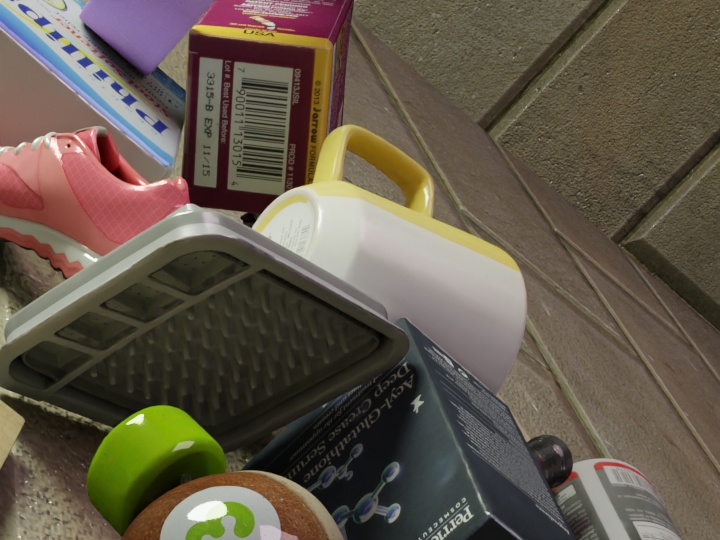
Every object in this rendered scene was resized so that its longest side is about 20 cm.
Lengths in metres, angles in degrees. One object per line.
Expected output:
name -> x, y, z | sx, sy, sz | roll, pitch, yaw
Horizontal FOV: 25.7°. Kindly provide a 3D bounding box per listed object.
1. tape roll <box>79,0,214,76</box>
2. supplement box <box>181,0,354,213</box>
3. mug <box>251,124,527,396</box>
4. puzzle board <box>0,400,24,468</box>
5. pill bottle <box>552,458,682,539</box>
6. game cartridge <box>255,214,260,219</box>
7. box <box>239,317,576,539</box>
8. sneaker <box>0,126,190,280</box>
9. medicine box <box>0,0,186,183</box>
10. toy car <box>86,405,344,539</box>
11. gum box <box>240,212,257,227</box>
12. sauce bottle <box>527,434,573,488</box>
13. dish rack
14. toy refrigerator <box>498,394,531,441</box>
tape roll -> -0.109, -0.232, 1.104 | 0.066, 0.200, 0.200 | 41, 14, -12
supplement box -> -0.066, -0.136, 1.176 | 0.102, 0.132, 0.200 | 6, 22, 3
mug -> -0.003, 0.009, 1.028 | 0.153, 0.150, 0.187 | 30, 16, -33
puzzle board -> -0.231, 0.064, 0.695 | 0.150, 0.017, 0.200 | 40, 13, -11
pill bottle -> 0.207, 0.247, 1.232 | 0.114, 0.114, 0.200 | 38, 15, -24
game cartridge -> -0.026, -0.021, 1.226 | 0.133, 0.042, 0.200 | 33, 15, -31
box -> 0.028, 0.152, 0.898 | 0.107, 0.148, 0.200 | 40, 13, -29
sneaker -> -0.182, -0.053, 0.947 | 0.199, 0.087, 0.074 | 25, 14, 17
medicine box -> -0.221, -0.119, 1.090 | 0.182, 0.103, 0.200 | 40, 13, -16
toy car -> -0.102, 0.150, 0.565 | 0.164, 0.159, 0.199 | 38, 20, 33
gum box -> -0.034, 0.049, 1.210 | 0.113, 0.066, 0.200 | 31, 18, -50
sauce bottle -> 0.089, 0.160, 1.141 | 0.066, 0.066, 0.199 | 48, 30, 19
dish rack -> -0.087, 0.033, 0.871 | 0.200, 0.171, 0.044 | 31, 37, -47
toy refrigerator -> 0.071, 0.114, 1.314 | 0.070, 0.076, 0.200 | 31, 18, -45
